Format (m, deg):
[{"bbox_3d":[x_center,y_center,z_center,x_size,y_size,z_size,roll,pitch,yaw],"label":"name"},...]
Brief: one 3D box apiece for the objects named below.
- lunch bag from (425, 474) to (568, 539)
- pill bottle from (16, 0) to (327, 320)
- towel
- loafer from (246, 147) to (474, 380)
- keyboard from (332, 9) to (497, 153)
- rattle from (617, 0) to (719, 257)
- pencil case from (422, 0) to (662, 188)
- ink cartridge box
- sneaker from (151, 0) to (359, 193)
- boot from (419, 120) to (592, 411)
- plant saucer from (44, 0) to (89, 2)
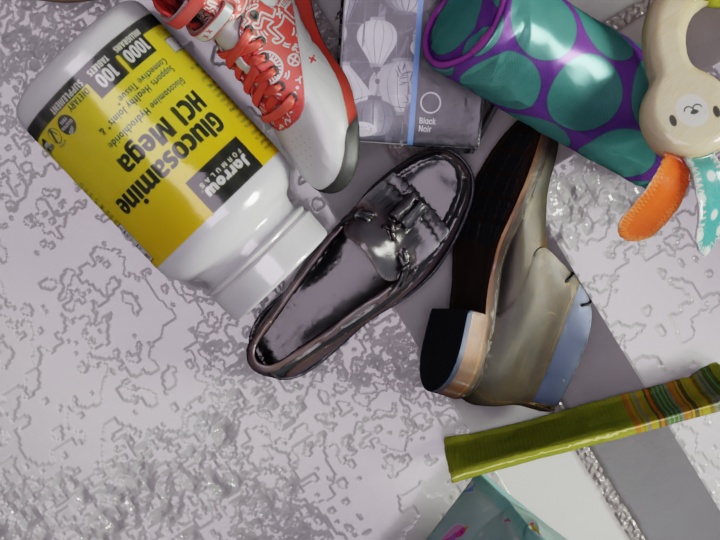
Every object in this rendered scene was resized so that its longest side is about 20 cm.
[{"bbox_3d":[0.109,0.263,1.161,0.171,0.122,0.200,-49,121,1],"label":"lunch bag"},{"bbox_3d":[-0.119,-0.068,1.134,0.112,0.112,0.200,-43,94,4],"label":"pill bottle"},{"bbox_3d":[0.153,0.101,1.163,0.199,0.086,0.018,-16,95,2],"label":"towel"},{"bbox_3d":[0.000,0.000,1.158,0.072,0.063,0.200,45,99,4],"label":"loafer"},{"bbox_3d":[0.062,-0.188,1.169,0.126,0.021,0.201,27,94,-8],"label":"keyboard"},{"bbox_3d":[0.226,-0.117,1.028,0.130,0.143,0.200,40,69,-11],"label":"rattle"},{"bbox_3d":[0.138,-0.125,1.112,0.199,0.093,0.085,26,119,-29],"label":"pencil case"},{"bbox_3d":[0.036,-0.182,1.139,0.099,0.039,0.202,2,98,-4],"label":"ink cartridge box"},{"bbox_3d":[-0.074,-0.142,1.111,0.107,0.067,0.203,-6,77,-41],"label":"sneaker"},{"bbox_3d":[0.114,-0.001,1.176,0.096,0.075,0.201,21,89,-25],"label":"boot"},{"bbox_3d":[-0.196,-0.277,1.138,0.198,0.029,0.202,1,108,4],"label":"plant saucer"}]
